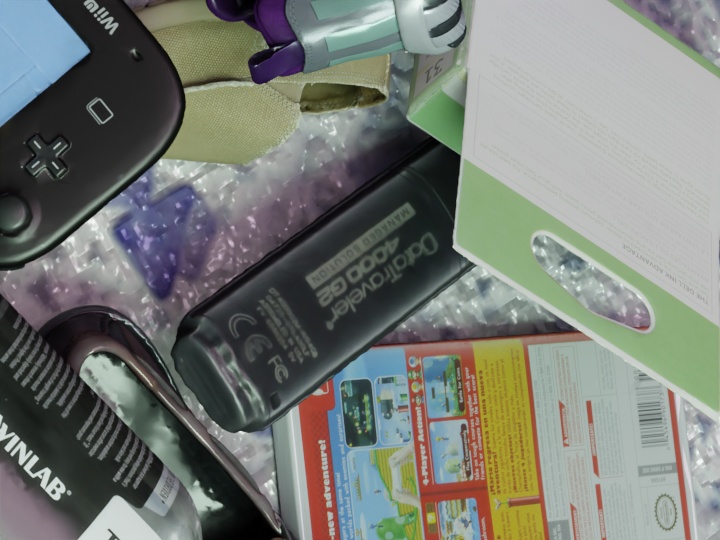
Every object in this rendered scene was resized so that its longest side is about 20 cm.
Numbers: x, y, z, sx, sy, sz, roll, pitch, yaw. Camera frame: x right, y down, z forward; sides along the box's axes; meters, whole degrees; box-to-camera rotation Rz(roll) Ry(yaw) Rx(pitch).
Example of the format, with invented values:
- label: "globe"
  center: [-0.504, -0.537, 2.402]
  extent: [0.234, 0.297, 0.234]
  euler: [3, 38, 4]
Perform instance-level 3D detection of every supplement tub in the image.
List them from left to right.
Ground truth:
- label: "supplement tub"
  center: [-0.141, 0.080, 1.004]
  extent: [0.200, 0.122, 0.123]
  euler: [46, 63, -9]

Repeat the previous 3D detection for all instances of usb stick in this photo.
- label: "usb stick"
  center: [0.000, 0.000, 1.140]
  extent: [0.200, 0.033, 0.056]
  euler: [-37, 97, -43]

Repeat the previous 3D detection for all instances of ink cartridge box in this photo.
- label: "ink cartridge box"
  center: [0.086, -0.038, 1.170]
  extent: [0.145, 0.048, 0.201]
  euler: [32, 44, -24]

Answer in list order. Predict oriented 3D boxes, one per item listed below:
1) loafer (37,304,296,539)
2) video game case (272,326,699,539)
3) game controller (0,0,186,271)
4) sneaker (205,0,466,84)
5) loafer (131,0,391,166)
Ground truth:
- label: "loafer"
  center: [-0.062, 0.104, 1.086]
  extent: [0.072, 0.063, 0.201]
  euler: [-34, 99, -9]
- label: "video game case"
  center: [0.057, 0.100, 1.192]
  extent: [0.199, 0.017, 0.144]
  euler: [-3, 84, -32]
- label: "game controller"
  center: [-0.154, -0.098, 1.035]
  extent: [0.104, 0.042, 0.200]
  euler: [-41, 81, 4]
- label: "sneaker"
  center: [-0.026, -0.137, 1.085]
  extent: [0.087, 0.200, 0.075]
  euler: [-18, 122, -4]
- label: "loafer"
  center: [-0.059, -0.072, 1.115]
  extent: [0.199, 0.076, 0.068]
  euler: [-24, 89, -31]
